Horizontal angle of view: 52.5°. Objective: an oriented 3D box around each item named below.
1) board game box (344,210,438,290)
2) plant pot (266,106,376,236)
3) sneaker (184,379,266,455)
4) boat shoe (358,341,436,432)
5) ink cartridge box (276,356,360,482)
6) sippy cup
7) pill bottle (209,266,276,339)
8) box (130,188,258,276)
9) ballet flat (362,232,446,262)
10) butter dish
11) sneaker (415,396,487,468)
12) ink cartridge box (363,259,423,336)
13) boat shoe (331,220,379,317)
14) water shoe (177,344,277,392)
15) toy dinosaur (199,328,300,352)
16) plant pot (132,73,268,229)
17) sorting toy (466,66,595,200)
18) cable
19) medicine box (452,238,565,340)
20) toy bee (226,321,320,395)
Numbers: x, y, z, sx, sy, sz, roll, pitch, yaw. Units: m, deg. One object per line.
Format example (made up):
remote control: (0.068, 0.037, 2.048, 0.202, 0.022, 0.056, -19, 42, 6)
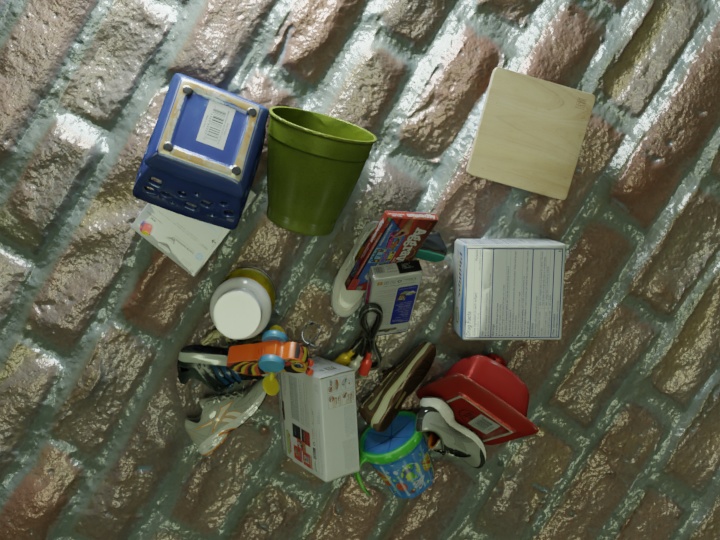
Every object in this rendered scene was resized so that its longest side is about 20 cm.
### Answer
board game box: (0.052, -0.031, 1.313, 0.102, 0.020, 0.201, -1, 142, -28)
plant pot: (-0.091, -0.174, 1.333, 0.197, 0.201, 0.195, 15, 110, -5)
sneaker: (-0.266, 0.270, 1.439, 0.200, 0.076, 0.092, -42, 94, 2)
boat shoe: (0.068, 0.216, 1.447, 0.074, 0.075, 0.203, 31, 77, 30)
ink cartridge box: (-0.086, 0.280, 1.427, 0.083, 0.175, 0.203, -9, 101, -34)
sippy cup: (0.082, 0.373, 1.449, 0.176, 0.140, 0.132, -19, 111, 21)
pill bottle: (-0.216, 0.061, 1.343, 0.111, 0.200, 0.114, 0, 98, -3)
box: (-0.315, -0.115, 1.393, 0.155, 0.041, 0.201, 38, 94, -7)
ballet flat: (0.083, -0.061, 1.378, 0.198, 0.073, 0.074, 8, 100, -37)
butter dish: (0.242, 0.230, 1.424, 0.198, 0.200, 0.149, 36, 60, -6)
sneaker: (0.169, 0.327, 1.408, 0.200, 0.073, 0.080, 45, 56, -26)
ink cartridge box: (0.056, 0.057, 1.388, 0.093, 0.037, 0.201, -8, 142, -12)
boat shoe: (0.000, 0.000, 1.411, 0.070, 0.070, 0.202, 27, 96, -6)
water shoe: (-0.259, 0.198, 1.432, 0.197, 0.072, 0.080, 10, 102, 3)
toy dinosaur: (-0.216, 0.140, 1.412, 0.197, 0.088, 0.048, 6, 109, -3)
plant pot: (-0.269, -0.211, 1.268, 0.197, 0.180, 0.203, 18, 71, -14)
sorting toy: (0.315, -0.257, 1.390, 0.197, 0.070, 0.202, 14, 98, -5)
cable: (0.014, 0.147, 1.405, 0.096, 0.051, 0.201, 15, 135, -13)
medicine box: (0.284, 0.034, 1.415, 0.197, 0.103, 0.185, 0, 99, -3)
toy bee: (-0.138, 0.165, 1.320, 0.109, 0.198, 0.132, 48, 57, -44)
